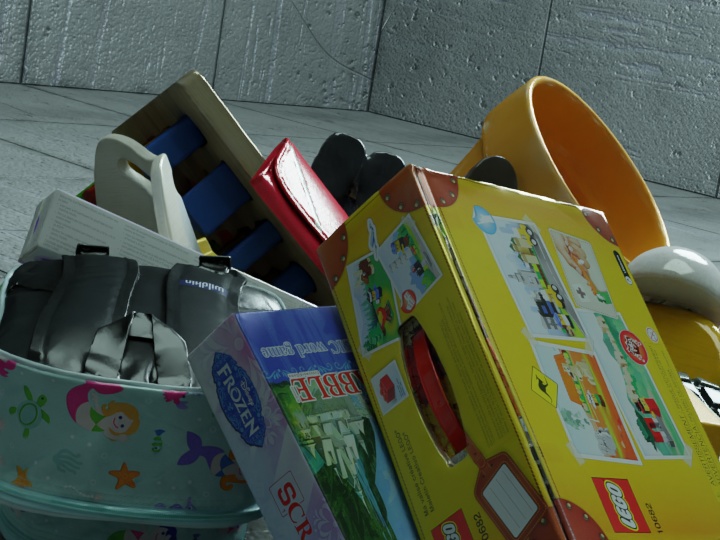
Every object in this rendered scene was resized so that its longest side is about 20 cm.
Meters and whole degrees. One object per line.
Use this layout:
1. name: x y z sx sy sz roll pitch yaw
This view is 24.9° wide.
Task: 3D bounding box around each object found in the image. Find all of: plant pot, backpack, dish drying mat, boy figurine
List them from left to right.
1. backpack: -0.118 0.074 0.854 0.175 0.152 0.200 7 7 -8
2. boy figurine: -0.011 -0.036 1.274 0.123 0.065 0.200 22 -17 0
3. dish drying mat: 0.000 0.000 1.124 0.200 0.018 0.077 51 23 -12
4. plant pot: 0.136 -0.033 1.405 0.183 0.201 0.200 -35 -12 26

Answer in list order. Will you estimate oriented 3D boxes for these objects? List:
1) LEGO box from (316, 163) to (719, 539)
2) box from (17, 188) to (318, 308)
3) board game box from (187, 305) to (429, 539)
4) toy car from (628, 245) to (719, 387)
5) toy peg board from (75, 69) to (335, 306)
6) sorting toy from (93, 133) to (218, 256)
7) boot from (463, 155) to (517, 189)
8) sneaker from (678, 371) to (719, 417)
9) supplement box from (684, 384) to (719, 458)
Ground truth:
1. LEGO box: 0.083 0.062 0.770 0.148 0.077 0.201 10 49 -44
2. box: -0.107 0.012 0.989 0.199 0.042 0.039 24 -24 -23
3. board game box: 0.037 0.108 0.780 0.199 0.041 0.201 -4 60 -51
4. toy car: 0.174 0.075 1.184 0.198 0.176 0.150 13 -24 20
5. toy peg board: -0.123 -0.020 1.198 0.098 0.201 0.199 -41 10 -20
6. sorting toy: -0.137 0.004 1.091 0.106 0.182 0.200 -17 20 -22
7. boot: 0.034 -0.027 1.357 0.064 0.188 0.200 26 3 -29
8. sneaker: 0.158 0.110 1.055 0.198 0.080 0.076 1 22 -4
9. supplement box: 0.097 0.114 0.953 0.198 0.110 0.110 9 10 -5
